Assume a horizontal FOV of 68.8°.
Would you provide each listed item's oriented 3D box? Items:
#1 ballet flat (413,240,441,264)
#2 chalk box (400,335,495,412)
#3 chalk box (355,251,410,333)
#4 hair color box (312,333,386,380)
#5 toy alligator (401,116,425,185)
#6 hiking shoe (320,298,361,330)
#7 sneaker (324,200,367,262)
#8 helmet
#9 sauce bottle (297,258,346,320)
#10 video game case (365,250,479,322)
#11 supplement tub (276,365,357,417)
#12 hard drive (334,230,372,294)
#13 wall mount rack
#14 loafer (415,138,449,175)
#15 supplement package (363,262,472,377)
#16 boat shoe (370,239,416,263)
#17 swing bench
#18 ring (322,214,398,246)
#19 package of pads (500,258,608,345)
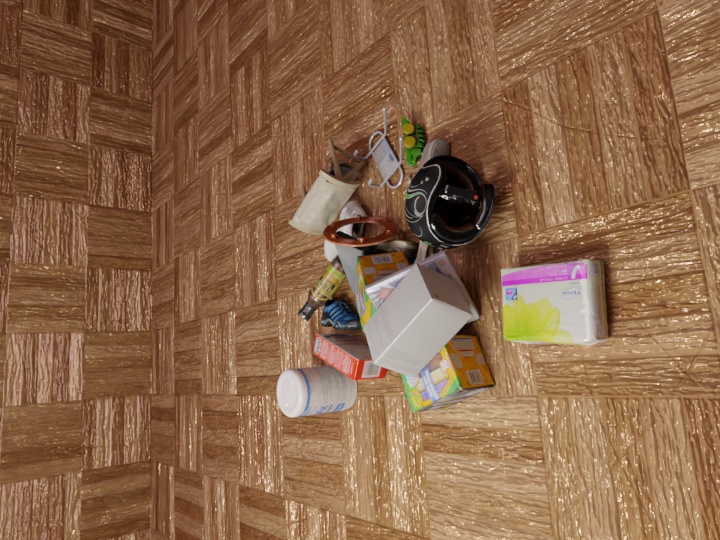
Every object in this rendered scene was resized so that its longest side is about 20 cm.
[{"bbox_3d":[0.166,-0.029,1.279,0.069,0.069,0.201,15,98,50],"label":"ballet flat"},{"bbox_3d":[0.176,0.241,1.191,0.200,0.124,0.124,-38,59,40],"label":"chalk box"},{"bbox_3d":[0.058,0.073,1.303,0.124,0.124,0.201,-106,13,-51],"label":"chalk box"},{"bbox_3d":[-0.030,0.235,1.451,0.200,0.110,0.064,24,105,49],"label":"hair color box"},{"bbox_3d":[0.140,-0.307,1.337,0.054,0.059,0.201,-7,68,7],"label":"toy alligator"},{"bbox_3d":[-0.053,0.126,1.516,0.199,0.074,0.087,2,89,50],"label":"hiking shoe"},{"bbox_3d":[-0.044,-0.101,1.533,0.080,0.070,0.201,48,122,38],"label":"sneaker"},{"bbox_3d":[0.189,-0.150,1.163,0.191,0.199,0.201,-119,43,-72],"label":"helmet"},{"bbox_3d":[-0.110,0.060,1.554,0.201,0.065,0.065,-55,45,4],"label":"sauce bottle"},{"bbox_3d":[0.139,0.071,1.181,0.199,0.183,0.023,-25,22,19],"label":"video game case"},{"bbox_3d":[-0.123,0.337,1.483,0.132,0.199,0.133,-7,81,50],"label":"supplement tub"},{"bbox_3d":[0.000,0.000,1.411,0.139,0.033,0.201,28,147,48],"label":"hard drive"},{"bbox_3d":[0.063,-0.326,1.420,0.174,0.074,0.201,-48,53,36],"label":"wall mount rack"},{"bbox_3d":[0.166,-0.225,1.302,0.063,0.071,0.201,26,101,66],"label":"loafer"},{"bbox_3d":[0.116,0.107,1.108,0.200,0.117,0.117,-52,31,26],"label":"supplement package"},{"bbox_3d":[0.063,-0.044,1.396,0.200,0.071,0.067,-2,80,46],"label":"boat shoe"},{"bbox_3d":[-0.092,-0.225,1.494,0.199,0.129,0.201,-50,20,36],"label":"swing bench"},{"bbox_3d":[0.000,-0.110,1.385,0.200,0.200,0.019,28,129,48],"label":"ring"},{"bbox_3d":[0.369,0.066,1.017,0.199,0.068,0.156,-10,79,50],"label":"package of pads"}]
